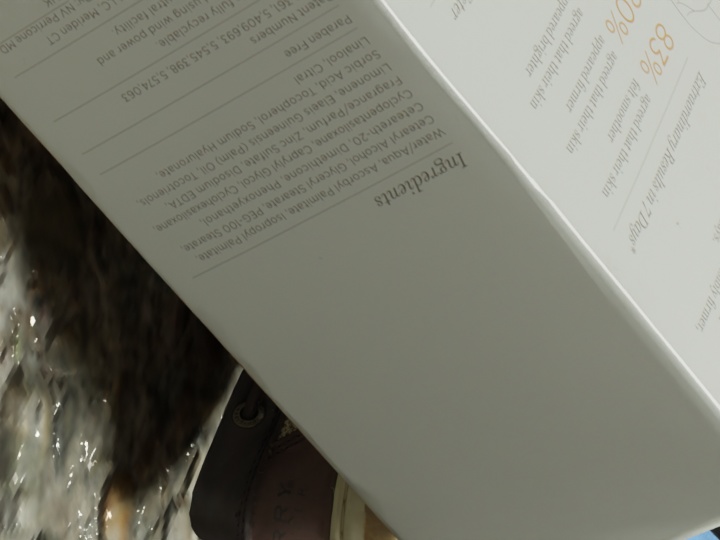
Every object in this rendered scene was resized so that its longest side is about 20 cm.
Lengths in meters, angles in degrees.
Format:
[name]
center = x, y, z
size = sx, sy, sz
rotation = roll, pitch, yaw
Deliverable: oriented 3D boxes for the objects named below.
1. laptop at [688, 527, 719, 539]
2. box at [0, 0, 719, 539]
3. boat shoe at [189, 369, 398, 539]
[laptop]
center = 0.082, 0.183, 0.852
size = 0.177, 0.103, 0.200
rotation = 45, 36, -22
[box]
center = 0.017, -0.042, 0.662
size = 0.200, 0.097, 0.125
rotation = 49, 39, -18
[boat shoe]
center = 0.000, 0.000, 0.773
size = 0.072, 0.065, 0.200
rotation = 94, 6, -46
